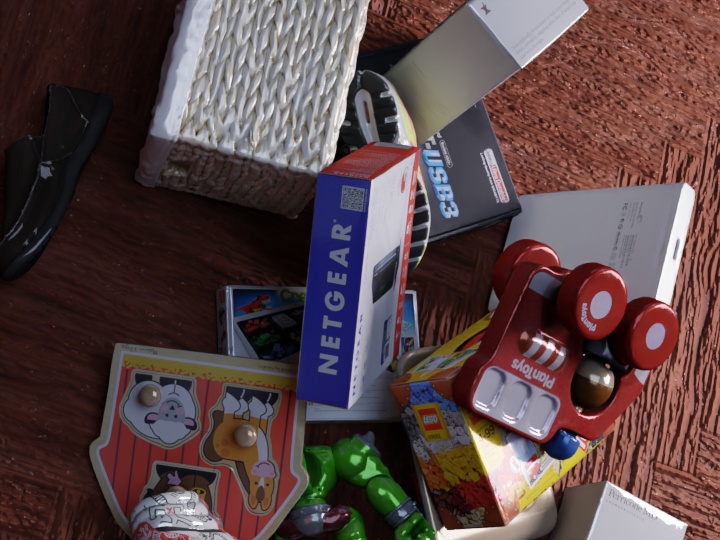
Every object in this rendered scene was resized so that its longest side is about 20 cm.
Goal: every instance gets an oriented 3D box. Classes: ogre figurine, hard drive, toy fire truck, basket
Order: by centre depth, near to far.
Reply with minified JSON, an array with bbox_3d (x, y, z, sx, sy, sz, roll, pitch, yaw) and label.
[{"bbox_3d":[-0.099,-0.169,1.483,0.160,0.198,0.201,14,78,-10],"label":"basket"},{"bbox_3d":[0.181,0.078,1.486,0.200,0.112,0.169,29,87,-39],"label":"toy fire truck"},{"bbox_3d":[-0.042,0.215,1.499,0.199,0.098,0.121,-16,77,16],"label":"ogre figurine"},{"bbox_3d":[0.224,-0.018,1.630,0.026,0.199,0.132,34,64,-39],"label":"hard drive"}]

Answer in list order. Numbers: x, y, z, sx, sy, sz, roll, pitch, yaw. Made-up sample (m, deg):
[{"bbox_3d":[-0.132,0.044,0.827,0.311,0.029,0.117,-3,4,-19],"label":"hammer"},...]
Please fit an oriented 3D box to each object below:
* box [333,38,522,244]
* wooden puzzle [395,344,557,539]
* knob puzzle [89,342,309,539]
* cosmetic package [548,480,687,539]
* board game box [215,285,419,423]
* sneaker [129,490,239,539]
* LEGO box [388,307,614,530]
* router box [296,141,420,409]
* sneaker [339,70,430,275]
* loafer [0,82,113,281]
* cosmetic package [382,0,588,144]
[{"bbox_3d":[0.041,-0.121,1.648,0.198,0.050,0.201,-17,86,-26],"label":"box"},{"bbox_3d":[0.105,0.169,1.594,0.185,0.046,0.201,-5,85,-46],"label":"wooden puzzle"},{"bbox_3d":[-0.143,0.172,1.449,0.218,0.030,0.221,0,91,6],"label":"knob puzzle"},{"bbox_3d":[0.229,0.319,1.620,0.107,0.085,0.201,27,69,-15],"label":"cosmetic package"},{"bbox_3d":[-0.037,0.080,1.571,0.199,0.035,0.127,2,78,-26],"label":"board game box"},{"bbox_3d":[-0.108,0.245,1.414,0.201,0.067,0.108,21,29,-42],"label":"sneaker"},{"bbox_3d":[0.135,0.128,1.545,0.200,0.077,0.150,-32,105,-45],"label":"LEGO box"},{"bbox_3d":[0.000,0.000,1.455,0.049,0.179,0.201,9,105,13],"label":"router box"},{"bbox_3d":[0.028,-0.094,1.570,0.078,0.090,0.201,-5,102,12],"label":"sneaker"},{"bbox_3d":[-0.288,-0.082,1.472,0.071,0.073,0.201,27,60,-12],"label":"loafer"},{"bbox_3d":[0.110,-0.209,1.562,0.113,0.200,0.081,-42,96,-28],"label":"cosmetic package"}]
